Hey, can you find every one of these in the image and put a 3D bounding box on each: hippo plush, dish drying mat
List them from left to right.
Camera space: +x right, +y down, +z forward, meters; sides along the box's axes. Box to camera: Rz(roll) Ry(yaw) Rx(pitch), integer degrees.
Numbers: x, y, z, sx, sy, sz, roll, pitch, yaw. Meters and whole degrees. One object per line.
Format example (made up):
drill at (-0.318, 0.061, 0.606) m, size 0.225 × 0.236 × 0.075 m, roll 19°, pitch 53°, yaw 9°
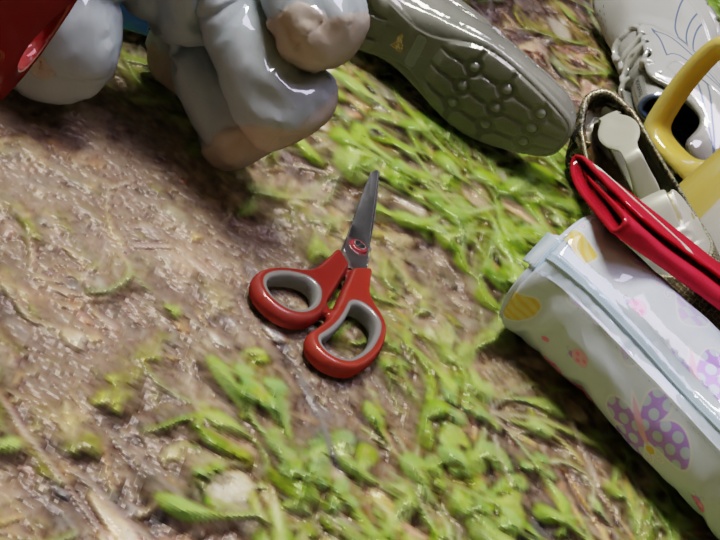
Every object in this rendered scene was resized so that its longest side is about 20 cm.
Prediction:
hippo plush at (-0.099, -0.144, 1.123) m, size 0.161 × 0.200 × 0.159 m, roll -2°, pitch 27°, yaw -35°
dish drying mat at (0.195, 0.003, 1.243) m, size 0.200 × 0.018 × 0.077 m, roll 33°, pitch 14°, yaw -34°

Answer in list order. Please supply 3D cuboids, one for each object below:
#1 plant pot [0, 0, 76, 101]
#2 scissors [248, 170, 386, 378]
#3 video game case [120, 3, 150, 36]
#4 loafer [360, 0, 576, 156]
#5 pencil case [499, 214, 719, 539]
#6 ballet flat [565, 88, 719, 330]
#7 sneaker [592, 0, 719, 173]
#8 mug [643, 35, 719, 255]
plant pot at (-0.230, -0.128, 0.949) m, size 0.200 × 0.183 × 0.201 m, roll 27°, pitch 30°, yaw -17°
scissors at (0.000, 0.000, 1.181) m, size 0.073 × 0.014 × 0.200 m, roll 36°, pitch 28°, yaw 5°
video game case at (-0.124, -0.201, 1.303) m, size 0.200 × 0.045 × 0.181 m, roll 14°, pitch 36°, yaw -34°
loafer at (0.050, -0.143, 1.378) m, size 0.200 × 0.070 × 0.070 m, roll 35°, pitch 38°, yaw 0°
pencil case at (0.165, 0.062, 1.188) m, size 0.200 × 0.083 × 0.091 m, roll 46°, pitch 14°, yaw 19°
ballet flat at (0.169, -0.039, 1.344) m, size 0.068 × 0.075 × 0.200 m, roll -15°, pitch 45°, yaw -5°
sneaker at (0.213, -0.137, 1.541) m, size 0.087 × 0.075 × 0.200 m, roll 2°, pitch 43°, yaw -38°
mug at (0.264, -0.052, 1.386) m, size 0.186 × 0.153 × 0.149 m, roll 35°, pitch 30°, yaw 0°
